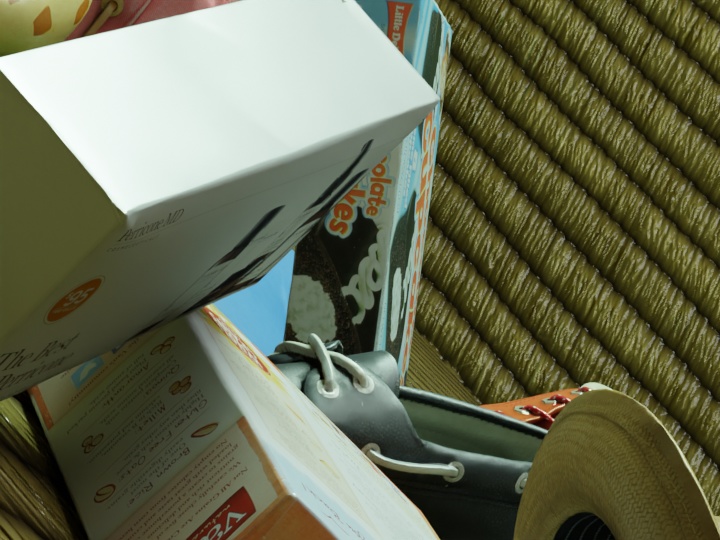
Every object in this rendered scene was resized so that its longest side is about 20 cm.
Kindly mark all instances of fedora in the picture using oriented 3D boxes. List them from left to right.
[{"bbox_3d":[0.098,0.125,0.795,0.201,0.082,0.201,173,-90,-77],"label":"fedora"}]

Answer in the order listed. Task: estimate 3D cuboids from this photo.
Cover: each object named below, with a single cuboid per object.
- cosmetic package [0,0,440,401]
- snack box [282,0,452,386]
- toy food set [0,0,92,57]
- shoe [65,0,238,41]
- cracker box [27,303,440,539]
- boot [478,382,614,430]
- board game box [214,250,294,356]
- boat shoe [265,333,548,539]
[{"bbox_3d":[-0.054,-0.020,0.739,0.051,0.083,0.200,47,23,7],"label":"cosmetic package"},{"bbox_3d":[0.000,0.000,1.085,0.037,0.200,0.116,7,-2,7],"label":"snack box"},{"bbox_3d":[-0.148,-0.094,0.782,0.200,0.049,0.198,39,27,-31],"label":"toy food set"},{"bbox_3d":[-0.065,-0.109,0.990,0.091,0.200,0.071,51,-34,-16],"label":"shoe"},{"bbox_3d":[-0.017,0.081,0.807,0.134,0.058,0.200,46,2,-23],"label":"cracker box"},{"bbox_3d":[0.064,0.081,1.288,0.075,0.107,0.200,66,15,11],"label":"boot"},{"bbox_3d":[-0.046,0.033,1.291,0.200,0.039,0.158,52,16,-33],"label":"board game box"},{"bbox_3d":[-0.006,0.052,0.970,0.200,0.060,0.076,24,13,-39],"label":"boat shoe"}]
